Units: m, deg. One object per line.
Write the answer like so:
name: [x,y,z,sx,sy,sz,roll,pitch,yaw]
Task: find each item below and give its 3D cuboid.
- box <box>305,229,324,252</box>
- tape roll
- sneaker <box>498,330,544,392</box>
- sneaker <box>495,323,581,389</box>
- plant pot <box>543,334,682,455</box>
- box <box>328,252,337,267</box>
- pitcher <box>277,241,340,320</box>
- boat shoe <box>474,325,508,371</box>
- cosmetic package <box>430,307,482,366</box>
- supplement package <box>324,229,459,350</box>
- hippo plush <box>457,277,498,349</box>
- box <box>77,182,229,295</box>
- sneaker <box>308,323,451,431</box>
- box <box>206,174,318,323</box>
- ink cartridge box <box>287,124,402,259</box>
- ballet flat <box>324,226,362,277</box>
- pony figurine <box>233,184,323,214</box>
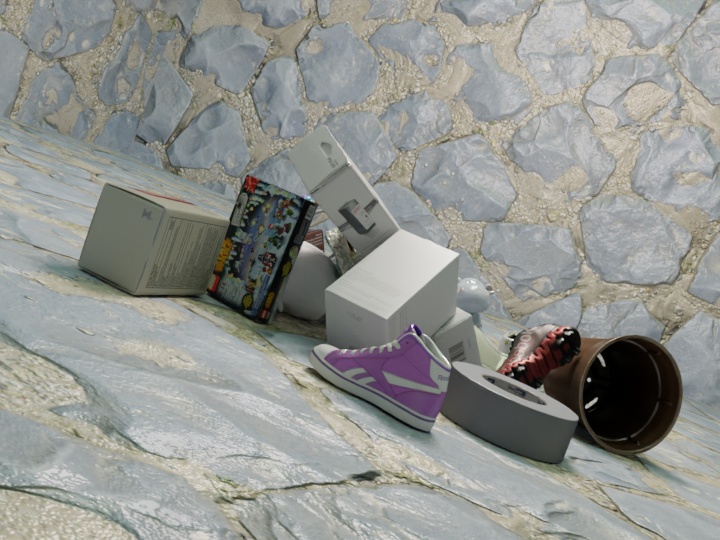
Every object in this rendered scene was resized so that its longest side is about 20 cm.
box: [-0.174,-0.039,1.630,0.197,0.077,0.100,5,15,34]
tape roll: [0.212,0.202,1.233,0.197,0.067,0.200,23,4,-2]
sneaker: [0.324,0.181,1.666,0.073,0.118,0.199,22,3,37]
sneaker: [0.287,0.158,1.481,0.098,0.199,0.072,27,-32,57]
plant pot: [0.437,0.207,1.528,0.197,0.204,0.198,20,-3,-13]
box: [0.000,0.000,1.591,0.197,0.044,0.160,-5,22,37]
pitcher: [-0.142,0.013,1.465,0.199,0.173,0.121,37,-31,-9]
boat shoe: [0.213,0.159,1.530,0.200,0.072,0.060,36,-39,0]
cosmetic package: [0.110,0.105,1.457,0.084,0.109,0.199,-26,29,-20]
supplement package: [0.052,0.048,1.316,0.120,0.122,0.199,24,44,31]
hippo plush: [0.250,0.105,1.868,0.157,0.163,0.200,22,5,6]
box: [-0.297,-0.041,1.246,0.107,0.130,0.200,22,4,17]
sneaker: [0.030,0.113,1.109,0.198,0.116,0.072,23,7,25]
box: [-0.161,-0.036,1.346,0.136,0.203,0.040,23,3,35]
ink cartridge box: [-0.020,-0.119,1.393,0.201,0.084,0.146,52,5,-40]
ballet flat: [-0.014,-0.020,1.475,0.071,0.072,0.201,19,29,-29]
pony figurine: [-0.183,-0.085,1.776,0.190,0.203,0.166,22,5,10]
